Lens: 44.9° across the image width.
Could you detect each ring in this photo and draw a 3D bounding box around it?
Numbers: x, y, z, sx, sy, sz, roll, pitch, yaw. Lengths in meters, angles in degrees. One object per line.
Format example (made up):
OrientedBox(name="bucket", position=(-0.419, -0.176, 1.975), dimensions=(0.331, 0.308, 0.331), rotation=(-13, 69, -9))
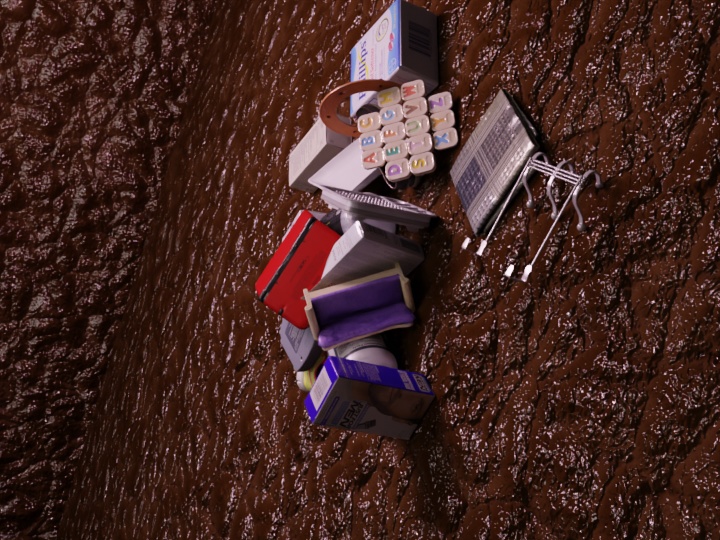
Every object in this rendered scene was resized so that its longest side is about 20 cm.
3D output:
OrientedBox(name="ring", position=(0.014, -0.337, 1.794), dimensions=(0.200, 0.200, 0.019), rotation=(-39, 50, 50))

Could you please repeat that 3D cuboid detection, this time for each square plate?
OrientedBox(name="square plate", position=(0.000, -0.226, 1.868), dimensions=(0.200, 0.028, 0.198), rotation=(-40, 28, -7))

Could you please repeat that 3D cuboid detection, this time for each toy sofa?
OrientedBox(name="toy sofa", position=(-0.001, 0.067, 1.622), dimensions=(0.098, 0.199, 0.083), rotation=(-109, 4, -52))

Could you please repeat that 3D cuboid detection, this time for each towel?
OrientedBox(name="towel", position=(0.232, -0.187, 1.504), dimensions=(0.200, 0.034, 0.193), rotation=(-59, 28, 33))

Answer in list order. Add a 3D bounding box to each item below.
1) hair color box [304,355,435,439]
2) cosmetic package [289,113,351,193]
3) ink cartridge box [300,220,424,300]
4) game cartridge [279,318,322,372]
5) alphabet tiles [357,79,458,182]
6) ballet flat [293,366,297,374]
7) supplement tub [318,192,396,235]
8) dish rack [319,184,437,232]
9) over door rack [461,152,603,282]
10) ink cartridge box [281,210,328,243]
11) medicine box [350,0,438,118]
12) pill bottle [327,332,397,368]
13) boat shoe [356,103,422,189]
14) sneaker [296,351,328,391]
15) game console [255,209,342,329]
OrientedBox(name="hair color box", position=(0.017, 0.224, 1.518), dimensions=(0.110, 0.199, 0.065), rotation=(-62, 32, 24))
OrientedBox(name="cosmetic package", position=(-0.101, -0.287, 2.126), dimensions=(0.200, 0.073, 0.104), rotation=(-39, 44, 49))
OrientedBox(name="ink cartridge box", position=(0.000, 0.000, 1.671), dimensions=(0.200, 0.160, 0.047), rotation=(-43, 47, 32))
OrientedBox(name="game cartridge", position=(-0.111, 0.108, 1.811), dimensions=(0.133, 0.041, 0.200), rotation=(53, 135, 36))
OrientedBox(name="alphabet tiles", position=(0.089, -0.272, 1.685), dimensions=(0.195, 0.015, 0.201), rotation=(-12, 69, 18))
OrientedBox(name="ballet flat", position=(-0.097, 0.141, 1.944), dimensions=(0.063, 0.069, 0.201), rotation=(9, 87, 35))
OrientedBox(name="supplement tub", position=(-0.023, -0.077, 1.825), dimensions=(0.200, 0.122, 0.123), rotation=(-26, 55, 55))
OrientedBox(name="dish rack", position=(0.028, -0.117, 1.664), dimensions=(0.172, 0.199, 0.044), rotation=(34, 112, 61))
OrientedBox(name="over door rack", position=(0.264, -0.077, 1.323), dimensions=(0.200, 0.067, 0.148), rotation=(-52, 29, 0))
OrientedBox(name="ink cartridge box", position=(-0.128, -0.032, 1.996), dimensions=(0.200, 0.086, 0.147), rotation=(136, 140, -65))
OrientedBox(name="medicine box", position=(0.069, -0.432, 1.843), dimensions=(0.200, 0.103, 0.183), rotation=(-35, 48, 51))
OrientedBox(name="pill bottle", position=(0.005, 0.173, 1.655), dimensions=(0.120, 0.119, 0.200), rotation=(-60, 31, 27))
OrientedBox(name="boat shoe", position=(0.046, -0.248, 1.737), dimensions=(0.200, 0.073, 0.075), rotation=(56, 144, 13))
OrientedBox(name="sneaker", position=(-0.073, 0.170, 1.866), dimensions=(0.090, 0.078, 0.201), rotation=(14, 96, 55))
OrientedBox(name="game console", position=(-0.114, -0.004, 1.767), dimensions=(0.200, 0.172, 0.119), rotation=(-57, -12, 4))
